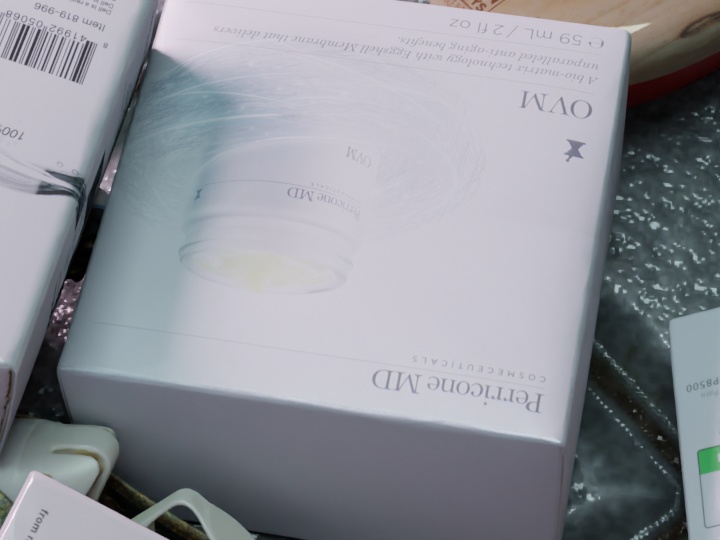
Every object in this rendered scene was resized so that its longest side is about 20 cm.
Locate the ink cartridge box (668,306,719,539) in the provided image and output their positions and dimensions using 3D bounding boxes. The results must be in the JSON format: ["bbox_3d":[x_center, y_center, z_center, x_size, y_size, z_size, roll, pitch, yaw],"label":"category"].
[{"bbox_3d":[0.185,0.102,0.894,0.108,0.050,0.201,-15,54,22],"label":"ink cartridge box"}]

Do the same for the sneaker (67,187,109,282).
[{"bbox_3d":[-0.195,-0.022,0.979,0.198,0.072,0.073,-6,61,18],"label":"sneaker"}]

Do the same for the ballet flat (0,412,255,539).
[{"bbox_3d":[-0.096,0.100,0.886,0.199,0.071,0.071,36,63,-2],"label":"ballet flat"}]

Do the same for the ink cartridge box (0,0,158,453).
[{"bbox_3d":[-0.174,-0.043,0.877,0.145,0.083,0.201,18,55,-2],"label":"ink cartridge box"}]

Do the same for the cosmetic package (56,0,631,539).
[{"bbox_3d":[0.000,0.000,0.948,0.198,0.123,0.201,8,60,8],"label":"cosmetic package"}]

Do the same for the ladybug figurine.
[{"bbox_3d":[0.119,-0.127,1.042,0.199,0.072,0.136,-24,47,-18],"label":"ladybug figurine"}]

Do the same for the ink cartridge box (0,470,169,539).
[{"bbox_3d":[-0.054,0.170,0.795,0.199,0.146,0.085,28,60,-5],"label":"ink cartridge box"}]
